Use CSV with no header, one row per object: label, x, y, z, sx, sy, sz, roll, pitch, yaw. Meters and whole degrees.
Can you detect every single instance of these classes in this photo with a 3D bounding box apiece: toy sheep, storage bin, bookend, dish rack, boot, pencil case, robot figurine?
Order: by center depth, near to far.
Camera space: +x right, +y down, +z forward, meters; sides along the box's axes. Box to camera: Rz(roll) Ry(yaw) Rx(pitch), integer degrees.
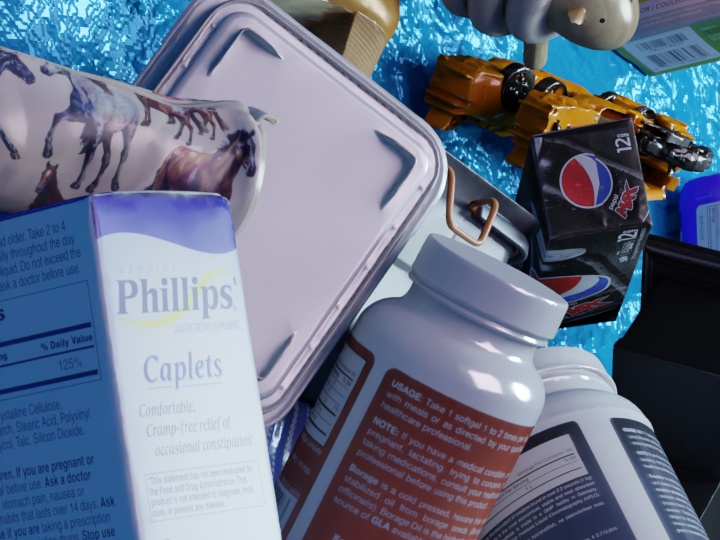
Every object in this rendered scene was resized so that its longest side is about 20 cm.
pencil case,-0.144,-0.067,1.437,0.199,0.078,0.090,14,109,-20
dish rack,-0.059,-0.034,1.530,0.171,0.044,0.200,37,79,-11
storage bin,0.000,0.000,1.644,0.200,0.145,0.135,33,65,-44
boot,-0.038,-0.206,1.707,0.201,0.071,0.144,52,38,-38
toy sheep,0.091,-0.206,1.768,0.200,0.138,0.138,41,34,16
bookend,0.182,0.121,1.810,0.200,0.092,0.199,-53,150,-46
robot figurine,0.135,-0.090,1.857,0.200,0.145,0.058,11,104,-51

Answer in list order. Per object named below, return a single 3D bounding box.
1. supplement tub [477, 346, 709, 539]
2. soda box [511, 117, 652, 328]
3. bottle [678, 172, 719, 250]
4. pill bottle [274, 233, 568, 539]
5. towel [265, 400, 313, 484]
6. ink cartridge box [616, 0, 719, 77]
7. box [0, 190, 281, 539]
supplement tub,0.124,0.159,1.673,0.140,0.140,0.200,20,37,-49
soda box,0.131,-0.023,1.776,0.200,0.063,0.071,93,-12,-72
bottle,0.262,0.035,2.030,0.083,0.065,0.201,20,65,-50
pill bottle,0.030,0.087,1.559,0.112,0.112,0.201,18,101,-49
towel,-0.060,0.125,1.612,0.200,0.024,0.145,33,54,-44
ink cartridge box,0.238,-0.244,2.045,0.059,0.104,0.201,32,56,-45
box,-0.143,0.075,1.380,0.105,0.183,0.201,-4,83,-52
